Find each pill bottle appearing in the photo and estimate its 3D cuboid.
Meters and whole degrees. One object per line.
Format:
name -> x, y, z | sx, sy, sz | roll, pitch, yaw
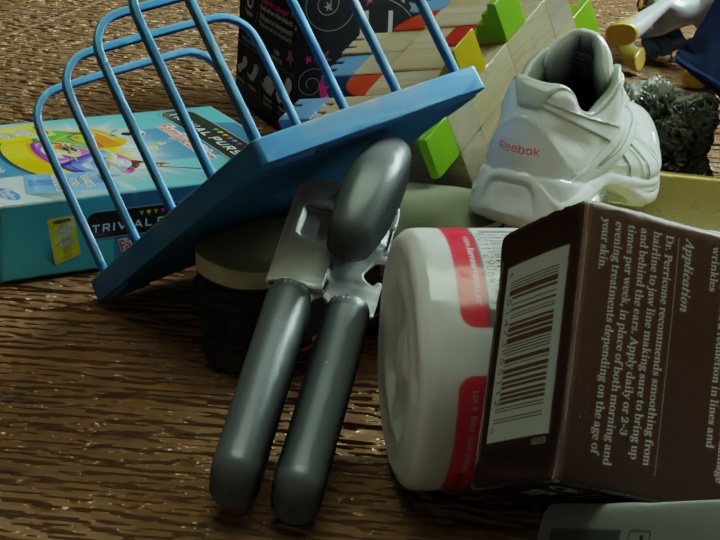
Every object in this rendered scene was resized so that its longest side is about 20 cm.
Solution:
pill bottle -> 0.112, 0.037, 0.671 | 0.198, 0.112, 0.111 | 1, 21, -9

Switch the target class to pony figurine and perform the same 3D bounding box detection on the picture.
pony figurine -> 0.321, -0.245, 1.427 | 0.191, 0.168, 0.201 | 2, 35, 16

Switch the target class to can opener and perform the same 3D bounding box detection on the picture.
can opener -> -0.021, 0.018, 0.684 | 0.052, 0.067, 0.201 | 13, 47, 3

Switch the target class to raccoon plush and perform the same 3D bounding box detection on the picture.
raccoon plush -> 0.143, -0.065, 1.012 | 0.133, 0.097, 0.200 | 23, 53, 32

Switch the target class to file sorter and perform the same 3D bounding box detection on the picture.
file sorter -> -0.064, -0.089, 0.800 | 0.138, 0.123, 0.200 | -22, -7, -36

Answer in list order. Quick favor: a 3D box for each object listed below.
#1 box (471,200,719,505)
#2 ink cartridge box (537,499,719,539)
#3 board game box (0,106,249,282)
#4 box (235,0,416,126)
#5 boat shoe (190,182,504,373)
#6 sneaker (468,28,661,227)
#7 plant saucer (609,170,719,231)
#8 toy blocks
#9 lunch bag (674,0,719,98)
box -> 0.147, 0.048, 0.577 | 0.198, 0.101, 0.075 | 13, -14, -17
ink cartridge box -> 0.178, 0.112, 0.505 | 0.199, 0.058, 0.162 | 18, -15, -17
board game box -> -0.148, -0.052, 0.950 | 0.199, 0.047, 0.151 | -9, 25, -30
box -> 0.018, -0.179, 1.212 | 0.198, 0.116, 0.132 | -6, 23, -24
boat shoe -> -0.002, -0.001, 0.816 | 0.200, 0.064, 0.073 | -19, 32, -38
sneaker -> 0.128, -0.085, 0.866 | 0.077, 0.100, 0.200 | 16, 20, 20
plant saucer -> 0.192, -0.004, 0.881 | 0.198, 0.049, 0.200 | 6, 20, 7
toy blocks -> 0.041, -0.114, 0.959 | 0.136, 0.100, 0.200 | 2, 39, 38
lunch bag -> 0.326, -0.130, 1.029 | 0.199, 0.133, 0.136 | 33, 12, -22
